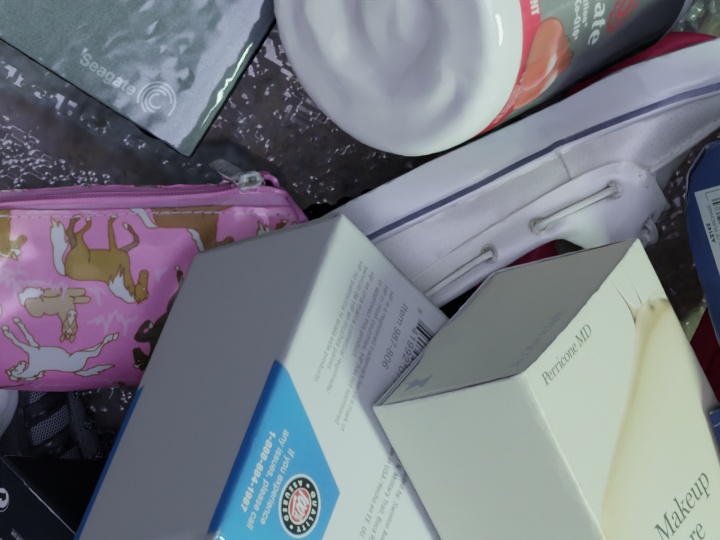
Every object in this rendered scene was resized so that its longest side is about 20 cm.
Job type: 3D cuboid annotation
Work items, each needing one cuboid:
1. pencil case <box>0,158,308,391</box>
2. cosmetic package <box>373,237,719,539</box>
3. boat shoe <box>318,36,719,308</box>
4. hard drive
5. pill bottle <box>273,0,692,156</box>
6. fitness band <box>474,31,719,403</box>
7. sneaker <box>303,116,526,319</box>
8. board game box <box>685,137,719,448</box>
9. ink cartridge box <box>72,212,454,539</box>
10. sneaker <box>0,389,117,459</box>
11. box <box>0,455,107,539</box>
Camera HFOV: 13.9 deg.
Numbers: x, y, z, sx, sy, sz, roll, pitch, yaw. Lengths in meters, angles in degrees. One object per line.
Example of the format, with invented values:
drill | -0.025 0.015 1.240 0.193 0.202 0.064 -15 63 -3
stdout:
pencil case | -0.118 0.003 1.148 0.199 0.083 0.087 -3 83 -21
cosmetic package | 0.096 0.102 1.091 0.073 0.104 0.201 -13 112 38
boat shoe | 0.084 -0.030 1.143 0.199 0.071 0.070 -25 88 1
hard drive | -0.073 -0.164 1.153 0.139 0.033 0.201 32 92 0
pill bottle | 0.067 -0.125 1.158 0.200 0.110 0.111 -29 107 -46
fitness band | 0.118 -0.002 1.228 0.143 0.037 0.201 33 76 -35
sneaker | 0.000 0.000 1.234 0.200 0.075 0.079 -43 100 2
board game box | 0.209 0.026 1.141 0.061 0.199 0.201 -16 93 40
ink cartridge box | 0.005 0.100 1.107 0.200 0.084 0.145 44 51 -31
sneaker | -0.116 0.071 1.236 0.113 0.076 0.201 4 103 -10
box | -0.073 0.154 1.179 0.199 0.079 0.142 5 118 -46
